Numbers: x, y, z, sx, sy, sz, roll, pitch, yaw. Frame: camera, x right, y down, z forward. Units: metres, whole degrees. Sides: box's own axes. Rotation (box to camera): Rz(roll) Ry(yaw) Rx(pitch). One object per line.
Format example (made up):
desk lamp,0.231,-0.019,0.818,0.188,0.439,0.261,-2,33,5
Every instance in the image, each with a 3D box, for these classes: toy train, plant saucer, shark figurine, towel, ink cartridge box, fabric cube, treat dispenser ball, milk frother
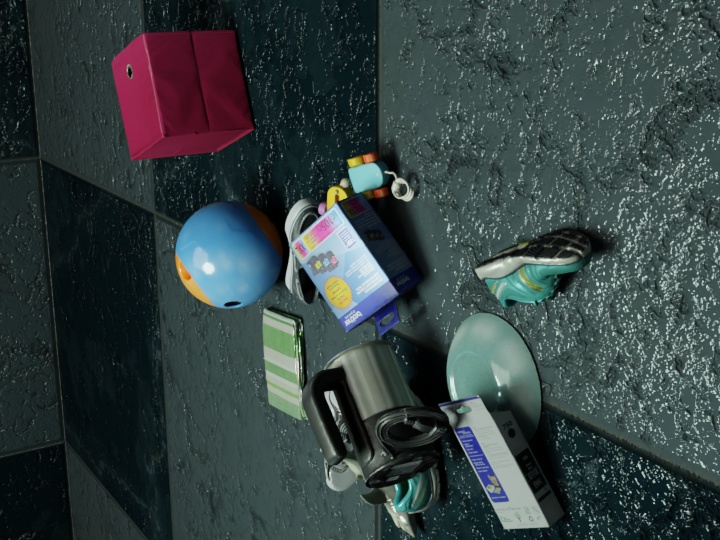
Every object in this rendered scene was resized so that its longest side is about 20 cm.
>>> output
toy train,0.017,-0.094,1.596,0.150,0.056,0.200,42,128,16
plant saucer,0.172,0.161,1.420,0.201,0.039,0.202,23,118,53
shark figurine,0.029,0.321,1.644,0.089,0.214,0.128,-40,23,14
towel,-0.147,0.179,1.966,0.152,0.023,0.201,14,112,57
ink cartridge box,0.189,0.253,1.369,0.099,0.039,0.200,-24,95,57
fabric cube,-0.349,-0.340,1.977,0.196,0.200,0.200,-13,88,58
treat dispenser ball,-0.245,-0.029,1.894,0.201,0.200,0.201,23,118,54
milk frother,0.039,0.185,1.448,0.200,0.180,0.188,-39,60,29
ink cartridge box,0.000,0.000,1.564,0.136,0.076,0.200,-39,85,40

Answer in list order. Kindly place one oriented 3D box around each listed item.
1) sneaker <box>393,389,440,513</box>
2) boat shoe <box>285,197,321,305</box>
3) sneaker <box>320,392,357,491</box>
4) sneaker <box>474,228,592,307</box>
sneaker,0.069,0.274,1.567,0.077,0.079,0.201,-22,78,57
boat shoe,-0.091,-0.029,1.766,0.068,0.072,0.200,49,139,44
sneaker,-0.040,0.278,1.745,0.115,0.075,0.201,155,123,-62
sneaker,0.227,0.001,1.275,0.080,0.077,0.200,60,153,-4
